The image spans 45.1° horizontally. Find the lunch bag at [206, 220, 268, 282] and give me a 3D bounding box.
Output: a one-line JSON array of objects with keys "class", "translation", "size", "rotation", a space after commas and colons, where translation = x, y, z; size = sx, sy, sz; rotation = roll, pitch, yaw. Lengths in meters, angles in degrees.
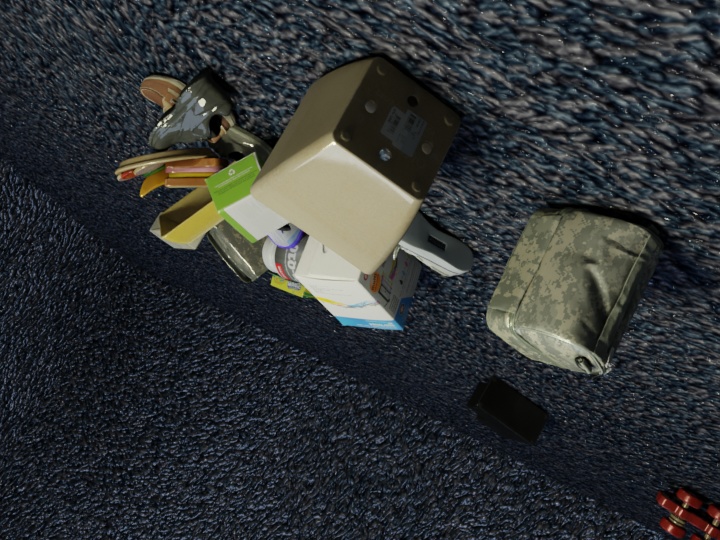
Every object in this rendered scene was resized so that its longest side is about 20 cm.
[{"class": "lunch bag", "translation": [-0.277, -0.062, 2.068], "size": [0.164, 0.117, 0.200], "rotation": [51, 165, -5]}]

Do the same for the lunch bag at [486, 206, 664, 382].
[{"class": "lunch bag", "translation": [0.277, 0.028, 1.095], "size": [0.139, 0.201, 0.167], "rotation": [36, 167, -24]}]

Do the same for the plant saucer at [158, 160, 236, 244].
[{"class": "plant saucer", "translation": [-0.286, -0.123, 1.639], "size": [0.049, 0.199, 0.200], "rotation": [55, 177, -20]}]

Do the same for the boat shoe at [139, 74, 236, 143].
[{"class": "boat shoe", "translation": [-0.313, -0.282, 1.516], "size": [0.199, 0.072, 0.076], "rotation": [25, 165, 23]}]

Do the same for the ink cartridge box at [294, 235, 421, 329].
[{"class": "ink cartridge box", "translation": [0.000, 0.000, 1.639], "size": [0.143, 0.149, 0.200], "rotation": [4, 153, 33]}]

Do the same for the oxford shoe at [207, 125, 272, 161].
[{"class": "oxford shoe", "translation": [-0.252, -0.238, 1.574], "size": [0.199, 0.058, 0.075], "rotation": [29, 169, 15]}]

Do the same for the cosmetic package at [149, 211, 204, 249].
[{"class": "cosmetic package", "translation": [-0.542, -0.120, 2.570], "size": [0.103, 0.074, 0.199], "rotation": [37, 164, -24]}]

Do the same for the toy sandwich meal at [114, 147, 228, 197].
[{"class": "toy sandwich meal", "translation": [-0.332, -0.169, 1.539], "size": [0.203, 0.071, 0.205], "rotation": [-10, -177, 1]}]

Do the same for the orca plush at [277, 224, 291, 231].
[{"class": "orca plush", "translation": [-0.137, -0.127, 1.643], "size": [0.198, 0.072, 0.106], "rotation": [4, -149, -13]}]

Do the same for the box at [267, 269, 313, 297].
[{"class": "box", "translation": [-0.127, 0.032, 2.113], "size": [0.117, 0.049, 0.199], "rotation": [19, -173, 39]}]

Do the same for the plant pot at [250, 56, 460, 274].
[{"class": "plant pot", "translation": [0.010, -0.148, 1.092], "size": [0.199, 0.201, 0.177], "rotation": [33, 155, -13]}]

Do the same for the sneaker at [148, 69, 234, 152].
[{"class": "sneaker", "translation": [-0.281, -0.242, 1.434], "size": [0.091, 0.076, 0.199], "rotation": [41, 138, -16]}]

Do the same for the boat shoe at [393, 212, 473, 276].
[{"class": "boat shoe", "translation": [0.091, -0.050, 1.467], "size": [0.201, 0.075, 0.086], "rotation": [29, 150, -19]}]

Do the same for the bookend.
[{"class": "bookend", "translation": [0.366, 0.368, 2.327], "size": [0.198, 0.093, 0.200], "rotation": [36, 167, -13]}]

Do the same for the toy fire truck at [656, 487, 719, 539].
[{"class": "toy fire truck", "translation": [0.851, 0.628, 2.221], "size": [0.199, 0.113, 0.168], "rotation": [29, -175, 11]}]

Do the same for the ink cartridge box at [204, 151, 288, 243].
[{"class": "ink cartridge box", "translation": [-0.143, -0.147, 1.499], "size": [0.076, 0.199, 0.148], "rotation": [64, -173, 24]}]

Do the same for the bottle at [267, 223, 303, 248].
[{"class": "bottle", "translation": [-0.177, -0.120, 1.775], "size": [0.065, 0.084, 0.200], "rotation": [16, 161, 24]}]

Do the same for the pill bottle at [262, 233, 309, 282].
[{"class": "pill bottle", "translation": [-0.122, -0.028, 1.900], "size": [0.199, 0.115, 0.114], "rotation": [11, 157, 48]}]
